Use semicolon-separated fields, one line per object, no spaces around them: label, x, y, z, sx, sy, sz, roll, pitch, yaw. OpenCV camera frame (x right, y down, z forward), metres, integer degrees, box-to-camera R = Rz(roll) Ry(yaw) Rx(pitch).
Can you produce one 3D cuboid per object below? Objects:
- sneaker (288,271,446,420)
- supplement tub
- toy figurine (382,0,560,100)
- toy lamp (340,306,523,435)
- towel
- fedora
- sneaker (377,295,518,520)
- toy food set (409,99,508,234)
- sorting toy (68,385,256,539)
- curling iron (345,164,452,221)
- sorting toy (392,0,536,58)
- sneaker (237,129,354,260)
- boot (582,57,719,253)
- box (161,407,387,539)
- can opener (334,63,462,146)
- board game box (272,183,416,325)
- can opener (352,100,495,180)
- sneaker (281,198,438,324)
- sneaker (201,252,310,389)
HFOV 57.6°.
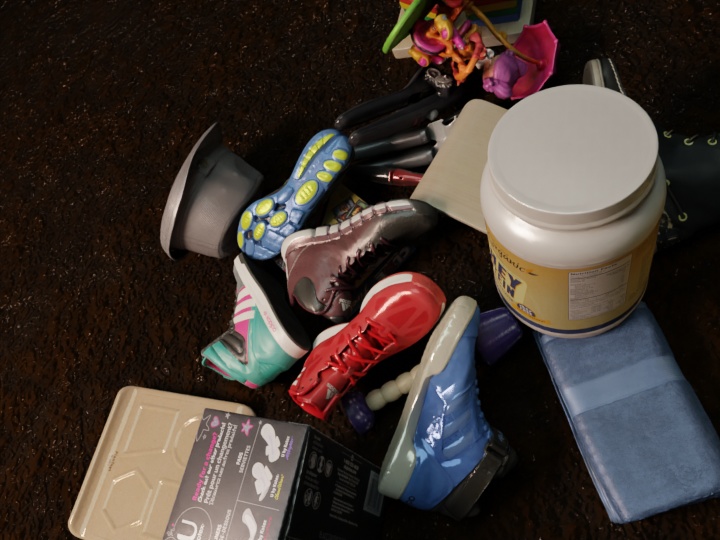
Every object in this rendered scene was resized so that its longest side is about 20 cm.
sneaker;0.002;0.089;0.650;0.200;0.078;0.116;-44;11;42
supplement tub;0.179;-0.043;0.564;0.143;0.200;0.145;-8;58;13
toy figurine;0.150;-0.273;0.784;0.184;0.150;0.200;38;59;-4
toy lamp;0.076;0.103;0.684;0.199;0.058;0.058;-33;54;8
towel;0.243;0.119;0.597;0.111;0.049;0.201;-21;55;10
fedora;-0.186;-0.093;0.877;0.090;0.177;0.201;20;42;0
sneaker;0.101;0.133;0.616;0.111;0.077;0.201;21;86;2
toy food set;0.169;-0.092;0.734;0.199;0.060;0.144;28;77;17
sorting toy;-0.230;0.239;0.775;0.199;0.037;0.186;5;66;23
curling iron;0.045;-0.108;0.813;0.199;0.026;0.050;19;77;21
sorting toy;0.145;-0.410;0.923;0.198;0.070;0.201;1;65;27
sneaker;-0.075;-0.087;0.813;0.071;0.083;0.200;46;104;10
boot;0.314;-0.128;0.646;0.153;0.073;0.205;-17;93;13
box;-0.066;0.219;0.599;0.114;0.200;0.133;2;64;25
can opener;0.053;-0.196;0.802;0.063;0.079;0.200;40;50;19
board game box;-0.044;-0.040;0.833;0.136;0.035;0.200;-45;54;-3
can opener;0.079;-0.162;0.839;0.199;0.053;0.067;-13;24;17
sneaker;0.000;0.000;0.733;0.199;0.076;0.116;-17;62;29
sneaker;-0.142;0.071;0.796;0.121;0.084;0.200;-44;39;7
